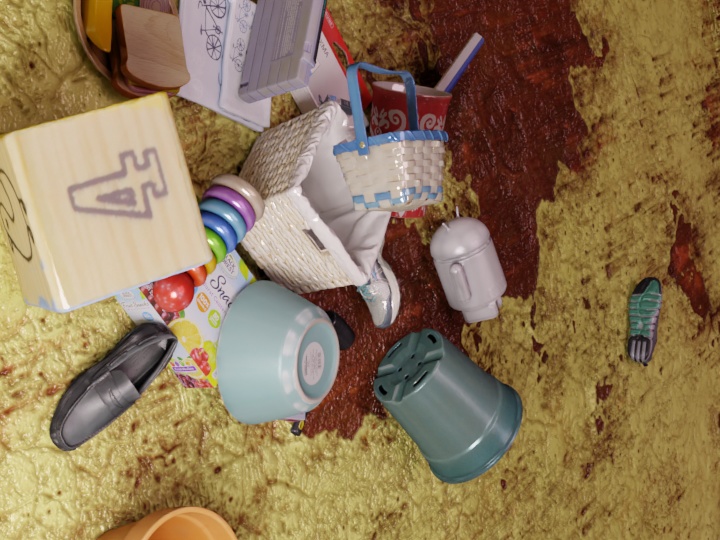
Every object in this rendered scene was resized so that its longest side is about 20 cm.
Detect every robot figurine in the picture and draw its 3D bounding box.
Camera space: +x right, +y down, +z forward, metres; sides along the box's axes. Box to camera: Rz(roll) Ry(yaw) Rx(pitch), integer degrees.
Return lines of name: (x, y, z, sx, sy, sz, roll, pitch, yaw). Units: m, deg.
robot figurine: (0.192, -0.009, 2.074, 0.170, 0.111, 0.203, -62, 134, -62)

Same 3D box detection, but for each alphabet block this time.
alphabet block: (-0.310, -0.080, 1.348, 0.194, 0.194, 0.204, -20, 101, -27)

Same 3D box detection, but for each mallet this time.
mallet: (-0.060, 0.166, 1.801, 0.066, 0.041, 0.203, 37, 62, -45)

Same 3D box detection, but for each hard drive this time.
hard drive: (0.145, -0.320, 2.052, 0.025, 0.132, 0.201, 35, 51, -1)

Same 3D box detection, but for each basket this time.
basket: (-0.073, -0.101, 1.702, 0.199, 0.159, 0.202, 52, 42, -33)
basket: (0.039, -0.185, 1.627, 0.175, 0.137, 0.204, -4, 91, -58)

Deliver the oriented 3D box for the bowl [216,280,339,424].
bowl: (-0.100, 0.118, 1.609, 0.200, 0.103, 0.205, -11, 103, -59)

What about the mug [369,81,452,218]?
mug: (0.077, -0.201, 1.920, 0.177, 0.131, 0.204, -35, 135, -70)

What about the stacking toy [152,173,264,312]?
stacking toy: (-0.204, -0.028, 1.509, 0.086, 0.084, 0.202, 51, 54, -34)

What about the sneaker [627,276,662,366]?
sneaker: (0.662, 0.119, 2.698, 0.087, 0.073, 0.204, 33, 69, -59)

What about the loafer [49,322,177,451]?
loafer: (-0.306, 0.143, 1.447, 0.201, 0.070, 0.069, -50, 124, -28)

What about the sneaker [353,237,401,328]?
sneaker: (0.000, 0.000, 1.878, 0.085, 0.077, 0.204, -16, 91, -39)

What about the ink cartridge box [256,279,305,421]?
ink cartridge box: (-0.127, 0.117, 1.717, 0.118, 0.041, 0.204, 14, 73, -50)

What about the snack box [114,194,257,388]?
snack box: (-0.230, 0.029, 1.575, 0.201, 0.067, 0.170, 59, 45, -30)

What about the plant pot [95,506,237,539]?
plant pot: (-0.257, 0.393, 1.435, 0.198, 0.138, 0.204, 10, 76, -50)

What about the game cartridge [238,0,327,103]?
game cartridge: (-0.109, -0.349, 1.695, 0.038, 0.128, 0.204, 32, 61, -47)

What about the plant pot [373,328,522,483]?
plant pot: (0.135, 0.213, 1.925, 0.196, 0.198, 0.202, 45, 52, -28)

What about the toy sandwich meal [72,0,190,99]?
toy sandwich meal: (-0.294, -0.328, 1.537, 0.203, 0.069, 0.209, 9, 78, -51)

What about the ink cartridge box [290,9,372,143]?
ink cartridge box: (-0.046, -0.315, 1.871, 0.177, 0.044, 0.202, -54, 126, -39)

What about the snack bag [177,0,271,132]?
snack bag: (-0.198, -0.321, 1.698, 0.199, 0.021, 0.192, 18, 72, -49)
